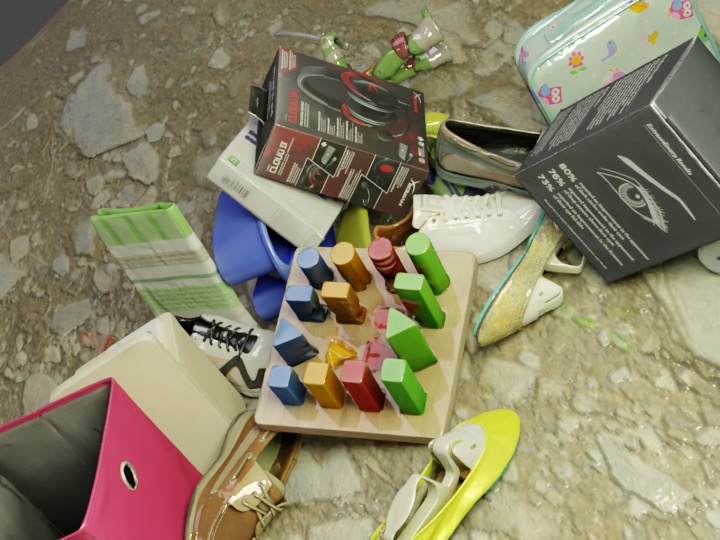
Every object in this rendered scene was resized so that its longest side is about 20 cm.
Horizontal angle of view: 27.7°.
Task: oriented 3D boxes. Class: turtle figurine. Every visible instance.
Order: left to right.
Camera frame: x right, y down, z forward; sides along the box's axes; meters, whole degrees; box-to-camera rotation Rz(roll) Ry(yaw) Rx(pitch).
[{"bbox_3d":[0.006,-0.273,1.847,0.193,0.144,0.201,-29,38,5],"label":"turtle figurine"}]

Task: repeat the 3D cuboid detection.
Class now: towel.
[{"bbox_3d":[-0.207,0.004,1.665,0.148,0.201,0.031,-3,38,40],"label":"towel"},{"bbox_3d":[0.000,0.000,1.583,0.201,0.018,0.087,-98,25,-47],"label":"towel"}]

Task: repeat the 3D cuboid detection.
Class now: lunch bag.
[{"bbox_3d":[0.270,-0.226,1.530,0.199,0.161,0.077,-32,34,9],"label":"lunch bag"}]

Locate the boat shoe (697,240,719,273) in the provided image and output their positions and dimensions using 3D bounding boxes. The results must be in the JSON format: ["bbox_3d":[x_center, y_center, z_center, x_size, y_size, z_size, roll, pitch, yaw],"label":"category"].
[{"bbox_3d":[0.391,-0.052,1.289,0.198,0.074,0.067,-9,45,37],"label":"boat shoe"}]

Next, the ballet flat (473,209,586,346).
[{"bbox_3d":[0.182,-0.001,1.440,0.070,0.071,0.201,6,55,46],"label":"ballet flat"}]

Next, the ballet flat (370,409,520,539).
[{"bbox_3d":[0.074,0.190,1.303,0.066,0.067,0.201,12,57,50],"label":"ballet flat"}]

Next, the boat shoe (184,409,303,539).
[{"bbox_3d":[-0.111,0.217,1.438,0.073,0.076,0.201,-9,44,31],"label":"boat shoe"}]

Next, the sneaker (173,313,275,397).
[{"bbox_3d":[-0.145,0.089,1.616,0.198,0.080,0.074,-3,46,39],"label":"sneaker"}]

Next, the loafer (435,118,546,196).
[{"bbox_3d":[0.173,-0.120,1.520,0.198,0.063,0.072,5,42,14],"label":"loafer"}]

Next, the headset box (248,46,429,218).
[{"bbox_3d":[-0.030,-0.155,1.602,0.150,0.198,0.075,-90,21,-48],"label":"headset box"}]

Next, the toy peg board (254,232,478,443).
[{"bbox_3d":[-0.004,0.051,1.425,0.197,0.098,0.202,2,62,20],"label":"toy peg board"}]

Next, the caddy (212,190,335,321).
[{"bbox_3d":[-0.087,-0.041,1.661,0.104,0.141,0.201,-27,35,23],"label":"caddy"}]

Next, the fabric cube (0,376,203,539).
[{"bbox_3d":[-0.271,0.265,1.416,0.198,0.200,0.197,-24,35,20],"label":"fabric cube"}]

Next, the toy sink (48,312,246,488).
[{"bbox_3d":[-0.221,0.133,1.524,0.130,0.200,0.112,-33,34,8],"label":"toy sink"}]

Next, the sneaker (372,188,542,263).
[{"bbox_3d":[0.104,-0.052,1.548,0.198,0.085,0.073,-25,34,17],"label":"sneaker"}]

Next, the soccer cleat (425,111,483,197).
[{"bbox_3d":[0.093,-0.138,1.657,0.064,0.084,0.201,-30,35,10],"label":"soccer cleat"}]

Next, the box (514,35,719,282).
[{"bbox_3d":[0.266,-0.096,1.333,0.199,0.148,0.105,-25,22,53],"label":"box"}]

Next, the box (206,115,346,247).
[{"bbox_3d":[-0.075,-0.116,1.638,0.036,0.144,0.200,-49,6,35],"label":"box"}]

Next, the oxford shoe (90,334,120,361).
[{"bbox_3d":[-0.314,0.158,1.699,0.073,0.071,0.201,-24,36,24],"label":"oxford shoe"}]
